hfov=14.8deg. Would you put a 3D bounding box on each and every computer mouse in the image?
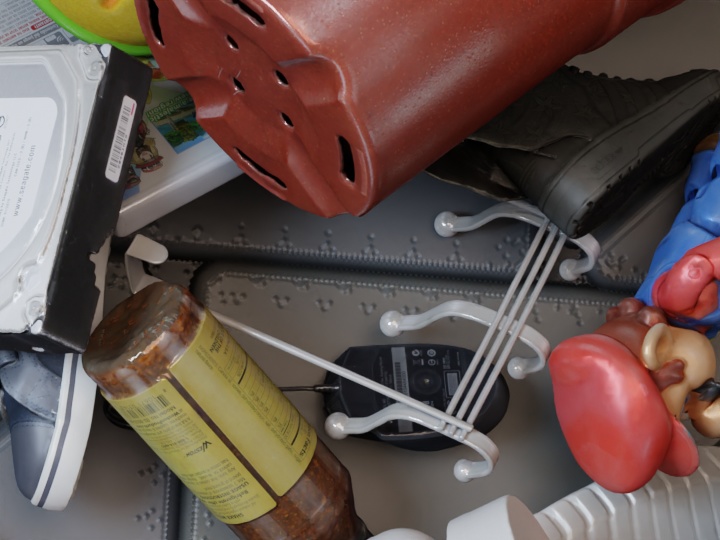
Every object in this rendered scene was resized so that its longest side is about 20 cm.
[{"bbox_3d":[-0.026,0.066,1.371,0.200,0.034,0.059,0,55,-3],"label":"computer mouse"}]

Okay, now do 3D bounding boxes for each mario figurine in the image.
[{"bbox_3d":[0.170,0.027,1.358,0.106,0.123,0.200,17,65,29],"label":"mario figurine"}]

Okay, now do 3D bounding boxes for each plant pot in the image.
[{"bbox_3d":[0.017,-0.138,1.237,0.195,0.201,0.201,-42,88,-22],"label":"plant pot"}]

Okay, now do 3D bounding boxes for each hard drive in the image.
[{"bbox_3d":[-0.195,-0.035,1.289,0.038,0.200,0.140,29,70,-48],"label":"hard drive"}]

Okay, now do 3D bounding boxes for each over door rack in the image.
[{"bbox_3d":[0.000,0.000,1.350,0.200,0.067,0.148,30,56,-1],"label":"over door rack"}]

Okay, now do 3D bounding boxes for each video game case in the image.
[{"bbox_3d":[-0.080,-0.123,1.356,0.200,0.022,0.182,-28,57,-19],"label":"video game case"}]

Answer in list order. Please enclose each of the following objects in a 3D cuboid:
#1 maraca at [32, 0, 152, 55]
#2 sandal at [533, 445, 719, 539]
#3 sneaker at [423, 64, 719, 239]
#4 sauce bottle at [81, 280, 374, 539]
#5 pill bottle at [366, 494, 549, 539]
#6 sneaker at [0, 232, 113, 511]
[{"bbox_3d":[-0.118,-0.193,1.290,0.137,0.107,0.200,-40,116,-19],"label":"maraca"},{"bbox_3d":[0.136,0.138,1.375,0.202,0.050,0.083,-11,65,-24],"label":"sandal"},{"bbox_3d":[0.103,-0.079,1.377,0.104,0.060,0.200,39,40,14],"label":"sneaker"},{"bbox_3d":[-0.049,0.093,1.311,0.066,0.066,0.200,-45,117,-15],"label":"sauce bottle"},{"bbox_3d":[0.000,0.185,1.273,0.200,0.110,0.110,-27,84,12],"label":"pill bottle"},{"bbox_3d":[-0.162,0.016,1.333,0.079,0.078,0.200,9,66,-13],"label":"sneaker"}]
